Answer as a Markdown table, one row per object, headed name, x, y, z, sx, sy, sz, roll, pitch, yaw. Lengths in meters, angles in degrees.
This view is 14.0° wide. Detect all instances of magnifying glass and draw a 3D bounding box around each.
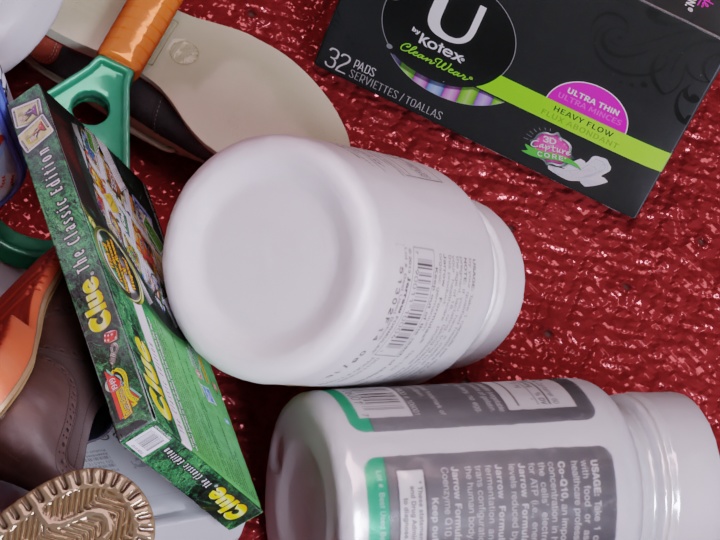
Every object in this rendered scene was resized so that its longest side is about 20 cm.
| name | x | y | z | sx | sy | sz | roll | pitch | yaw |
| --- | --- | --- | --- | --- | --- | --- | --- | --- | --- |
| magnifying glass | -0.132 | -0.085 | 1.464 | 0.079 | 0.022 | 0.200 | 25 | 60 | 3 |

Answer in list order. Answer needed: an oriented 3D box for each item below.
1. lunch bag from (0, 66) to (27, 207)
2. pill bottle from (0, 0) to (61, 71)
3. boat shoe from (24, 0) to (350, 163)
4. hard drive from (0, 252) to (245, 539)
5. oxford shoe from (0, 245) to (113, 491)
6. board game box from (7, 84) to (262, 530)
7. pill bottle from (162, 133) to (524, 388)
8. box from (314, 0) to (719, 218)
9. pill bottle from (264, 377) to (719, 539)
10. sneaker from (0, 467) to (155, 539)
| name | x | y | z | sx | sy | sz | roll | pitch | yaw |
| --- | --- | --- | --- | --- | --- | --- | --- | --- | --- |
| lunch bag | -0.263 | -0.069 | 1.356 | 0.199 | 0.160 | 0.076 | -18 | 57 | -4 |
| pill bottle | -0.244 | -0.187 | 1.479 | 0.114 | 0.114 | 0.200 | -20 | 47 | -31 |
| boat shoe | -0.095 | -0.094 | 1.523 | 0.200 | 0.063 | 0.071 | 30 | 60 | 4 |
| hard drive | -0.158 | 0.064 | 1.358 | 0.132 | 0.027 | 0.200 | -7 | 42 | -37 |
| oxford shoe | -0.140 | 0.045 | 1.321 | 0.073 | 0.071 | 0.200 | 42 | 23 | -11 |
| board game box | -0.103 | 0.015 | 1.330 | 0.023 | 0.105 | 0.200 | -29 | 53 | 9 |
| pill bottle | 0.000 | 0.000 | 1.403 | 0.114 | 0.114 | 0.200 | 50 | 17 | 20 |
| box | 0.102 | -0.152 | 1.585 | 0.199 | 0.149 | 0.124 | 26 | 47 | 2 |
| pill bottle | 0.064 | 0.109 | 1.389 | 0.199 | 0.113 | 0.113 | -1 | 54 | -21 |
| sneaker | -0.174 | 0.149 | 1.193 | 0.199 | 0.109 | 0.070 | -27 | 82 | -9 |
